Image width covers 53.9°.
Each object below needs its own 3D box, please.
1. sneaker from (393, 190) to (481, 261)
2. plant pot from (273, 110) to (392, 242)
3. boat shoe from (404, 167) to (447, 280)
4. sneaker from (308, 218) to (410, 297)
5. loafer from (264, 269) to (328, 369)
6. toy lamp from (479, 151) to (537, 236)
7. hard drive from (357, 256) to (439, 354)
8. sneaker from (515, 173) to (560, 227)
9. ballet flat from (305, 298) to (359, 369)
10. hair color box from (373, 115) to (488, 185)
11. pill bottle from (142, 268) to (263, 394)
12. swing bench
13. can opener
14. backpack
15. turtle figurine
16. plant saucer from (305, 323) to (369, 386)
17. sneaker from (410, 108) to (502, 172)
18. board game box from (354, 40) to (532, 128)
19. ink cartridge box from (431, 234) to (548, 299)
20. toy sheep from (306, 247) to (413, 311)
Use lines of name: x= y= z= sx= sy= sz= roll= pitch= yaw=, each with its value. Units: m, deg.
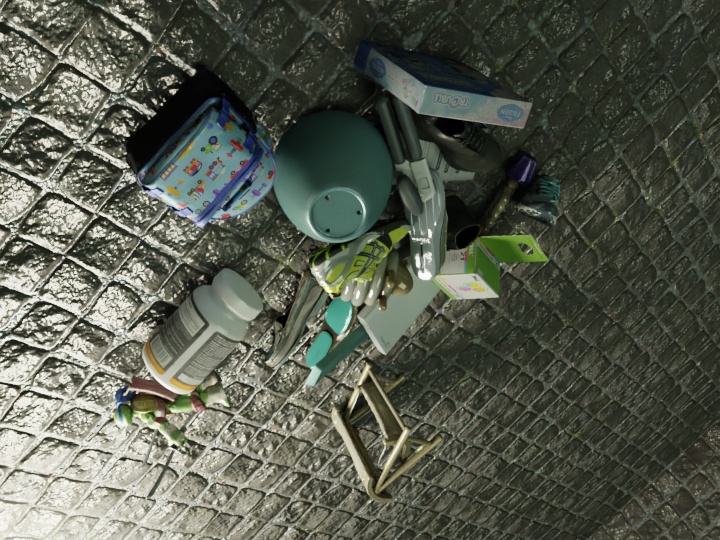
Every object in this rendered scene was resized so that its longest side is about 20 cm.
sneaker: x=0.120 y=-0.059 z=1.300 sx=0.198 sy=0.107 sz=0.075 roll=-36 pitch=136 yaw=0
plant pot: x=-0.039 y=-0.122 z=1.090 sx=0.195 sy=0.136 sz=0.204 roll=-4 pitch=127 yaw=-5
boat shoe: x=0.117 y=-0.084 z=1.223 sx=0.062 sy=0.071 sz=0.204 roll=-40 pitch=137 yaw=-51
sneaker: x=0.005 y=-0.026 z=1.169 sx=0.198 sy=0.075 sz=0.078 roll=-29 pitch=105 yaw=-24
loafer: x=-0.129 y=0.087 z=1.308 sx=0.062 sy=0.072 sz=0.202 roll=30 pitch=101 yaw=-23
toy lamp: x=0.274 y=-0.134 z=1.370 sx=0.057 sy=0.058 sz=0.202 roll=12 pitch=118 yaw=-37
hard drive: x=0.085 y=0.053 z=1.385 sx=0.200 sy=0.026 sz=0.133 roll=-48 pitch=140 yaw=-14
sneaker: x=0.342 y=-0.141 z=1.342 sx=0.076 sy=0.200 sz=0.088 roll=25 pitch=103 yaw=1
ballet flat: x=-0.044 y=0.114 z=1.384 sx=0.075 sy=0.068 sz=0.202 roll=-16 pitch=142 yaw=-49
hair color box: x=0.112 y=-0.207 z=1.205 sx=0.196 sy=0.061 sz=0.102 roll=-7 pitch=129 yaw=-26
pill bottle: x=-0.262 y=0.100 z=1.189 sx=0.200 sy=0.117 sz=0.116 roll=-45 pitch=135 yaw=9
swing bench: x=0.039 y=0.348 z=1.521 sx=0.128 sy=0.200 sz=0.201 roll=24 pitch=111 yaw=-41
can opener: x=0.071 y=-0.178 z=1.098 sx=0.052 sy=0.068 sz=0.202 roll=-11 pitch=130 yaw=14
backpack: x=-0.206 y=-0.151 z=1.008 sx=0.182 sy=0.135 sz=0.200 roll=-41 pitch=139 yaw=6
turtle figurine: x=-0.331 y=0.274 z=1.277 sx=0.190 sy=0.203 sz=0.144 roll=-22 pitch=169 yaw=-19
plant saucer: x=-0.030 y=0.151 z=1.367 sx=0.199 sy=0.019 sz=0.070 roll=-40 pitch=164 yaw=-41
sneaker: x=0.158 y=-0.211 z=1.125 sx=0.197 sy=0.090 sz=0.078 roll=21 pitch=87 yaw=-30
board game box: x=0.120 y=-0.277 z=1.053 sx=0.196 sy=0.200 sz=0.044 roll=0 pitch=123 yaw=-32
ink cartridge box: x=0.244 y=-0.005 z=1.349 sx=0.196 sy=0.078 sz=0.147 roll=-3 pitch=160 yaw=29
toy sheep: x=0.000 y=0.000 z=1.253 sx=0.196 sy=0.139 sz=0.140 roll=18 pitch=120 yaw=-7
